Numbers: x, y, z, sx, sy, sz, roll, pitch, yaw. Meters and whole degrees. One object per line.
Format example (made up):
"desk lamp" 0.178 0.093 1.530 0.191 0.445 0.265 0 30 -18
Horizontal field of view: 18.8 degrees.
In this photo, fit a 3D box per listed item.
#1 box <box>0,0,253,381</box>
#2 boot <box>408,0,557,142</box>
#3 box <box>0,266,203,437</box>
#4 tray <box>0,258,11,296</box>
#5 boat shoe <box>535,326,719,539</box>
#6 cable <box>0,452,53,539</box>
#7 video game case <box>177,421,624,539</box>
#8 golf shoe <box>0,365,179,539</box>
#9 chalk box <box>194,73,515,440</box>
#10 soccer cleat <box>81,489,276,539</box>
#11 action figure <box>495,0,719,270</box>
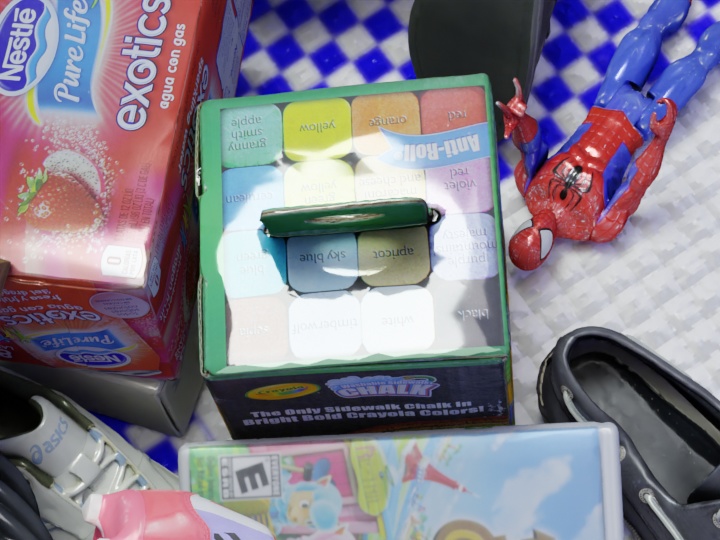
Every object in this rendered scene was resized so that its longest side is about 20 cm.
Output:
"box" -0.110 -0.066 0.918 0.095 0.100 0.201 6 66 7
"boot" 0.107 -0.168 1.007 0.069 0.201 0.174 31 42 27
"box" -0.163 0.004 0.983 0.199 0.068 0.083 17 70 11
"tray" -0.211 0.078 0.822 0.098 0.037 0.201 18 92 1
"boat shoe" 0.150 0.100 0.920 0.073 0.063 0.200 -41 71 -11
"cable" -0.206 0.114 0.919 0.199 0.051 0.164 1 98 21
"video game case" 0.020 0.166 0.889 0.181 0.022 0.201 -3 90 4
"golf shoe" -0.119 0.098 0.926 0.199 0.097 0.079 26 67 12
"chalk box" 0.000 0.000 0.899 0.124 0.200 0.125 -4 68 3
"soccer cleat" -0.095 0.174 0.870 0.076 0.201 0.067 12 27 -17
"action figure" 0.125 -0.089 0.981 0.065 0.099 0.200 32 77 16
